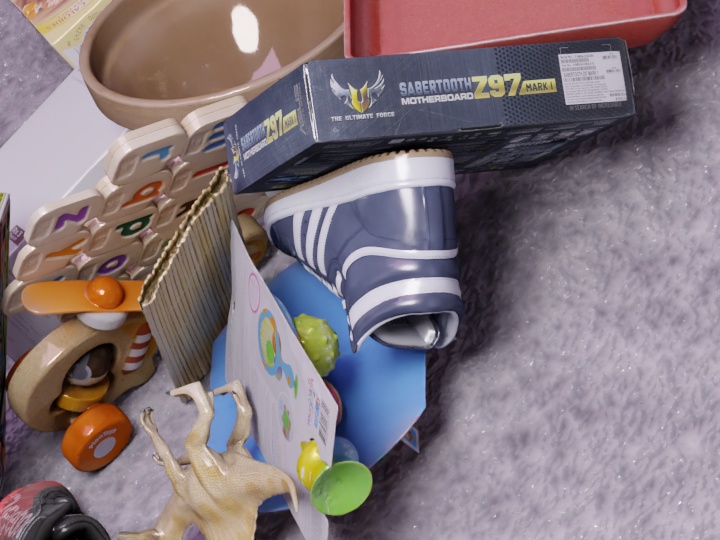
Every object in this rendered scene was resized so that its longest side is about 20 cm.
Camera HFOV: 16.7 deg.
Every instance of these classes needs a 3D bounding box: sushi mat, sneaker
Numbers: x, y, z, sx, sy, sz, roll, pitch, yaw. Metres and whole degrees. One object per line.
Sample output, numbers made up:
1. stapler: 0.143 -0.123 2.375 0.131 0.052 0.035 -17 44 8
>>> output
1. sushi mat: -0.096 0.013 1.492 0.012 0.200 0.096 29 74 12
2. sneaker: 0.000 0.000 1.438 0.200 0.070 0.109 158 106 -64
3. sneaker: -0.183 0.171 1.463 0.098 0.071 0.201 -37 13 14

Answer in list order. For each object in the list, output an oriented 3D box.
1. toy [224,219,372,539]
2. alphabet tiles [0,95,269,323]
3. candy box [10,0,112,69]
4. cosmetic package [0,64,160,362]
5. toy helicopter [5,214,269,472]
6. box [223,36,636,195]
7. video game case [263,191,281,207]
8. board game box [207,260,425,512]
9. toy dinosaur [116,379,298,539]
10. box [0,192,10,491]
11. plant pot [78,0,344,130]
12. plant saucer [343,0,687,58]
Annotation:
1. toy: -0.032 0.068 1.401 0.047 0.116 0.200 -5 33 -15
2. alphabet tiles: -0.132 -0.036 1.531 0.195 0.200 0.015 -21 67 -30
3. candy box: -0.167 -0.244 1.865 0.200 0.055 0.115 -43 40 -1
4. cosmetic package: -0.209 -0.042 1.701 0.200 0.081 0.113 -50 39 -8
5. toy helicopter: -0.141 0.026 1.558 0.200 0.132 0.079 -38 62 -16
6. box: 0.037 -0.088 1.425 0.158 0.199 0.051 152 111 -69
7. video game case: -0.004 -0.134 1.661 0.200 0.023 0.182 -38 40 5
8. board game box: -0.018 0.070 1.480 0.158 0.039 0.200 -24 40 24
9. toy dinosaur: -0.077 0.115 1.413 0.200 0.058 0.102 -27 75 52
10. box: -0.244 0.062 1.543 0.035 0.201 0.110 3 20 -3
11. plant pot: -0.076 -0.132 1.611 0.200 0.093 0.201 -13 37 10
12. plant saucer: 0.090 -0.182 1.490 0.199 0.037 0.200 -8 38 5
